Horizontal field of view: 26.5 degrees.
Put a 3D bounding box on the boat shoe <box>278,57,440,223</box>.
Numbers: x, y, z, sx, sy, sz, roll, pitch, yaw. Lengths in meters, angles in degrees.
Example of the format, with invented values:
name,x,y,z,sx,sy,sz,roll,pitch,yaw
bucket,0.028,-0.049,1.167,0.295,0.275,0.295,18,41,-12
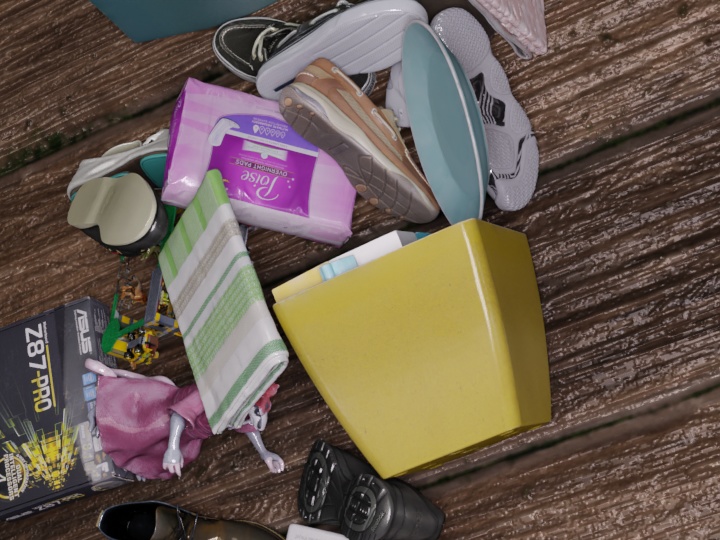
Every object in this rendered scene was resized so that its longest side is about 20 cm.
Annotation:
name,x,y,z,sx,sy,sz,roll,pitch,yaw
boat shoe,0.012,-0.125,1.469,0.075,0.200,0.072,-9,43,54

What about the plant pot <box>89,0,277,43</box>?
name,x,y,z,sx,sy,sz,roll,pitch,yaw
plant pot,-0.175,-0.345,1.635,0.198,0.141,0.143,-5,74,16

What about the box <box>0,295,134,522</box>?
name,x,y,z,sx,sy,sz,roll,pitch,yaw
box,-0.329,0.147,1.618,0.160,0.049,0.202,-18,69,17

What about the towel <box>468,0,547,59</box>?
name,x,y,z,sx,sy,sz,roll,pitch,yaw
towel,0.124,-0.319,1.449,0.032,0.200,0.193,-11,73,24

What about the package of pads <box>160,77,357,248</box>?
name,x,y,z,sx,sy,sz,roll,pitch,yaw
package of pads,-0.094,-0.104,1.509,0.198,0.076,0.122,13,75,-15

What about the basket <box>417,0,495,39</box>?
name,x,y,z,sx,sy,sz,roll,pitch,yaw
basket,0.052,-0.319,1.482,0.135,0.200,0.182,-5,73,23

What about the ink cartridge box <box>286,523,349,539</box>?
name,x,y,z,sx,sy,sz,roll,pitch,yaw
ink cartridge box,-0.009,0.346,1.394,0.143,0.084,0.202,7,80,25

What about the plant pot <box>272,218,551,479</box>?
name,x,y,z,sx,sy,sz,roll,pitch,yaw
plant pot,0.069,0.080,1.381,0.199,0.200,0.178,-23,80,17

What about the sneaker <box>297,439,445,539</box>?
name,x,y,z,sx,sy,sz,roll,pitch,yaw
sneaker,0.006,0.213,1.411,0.200,0.090,0.077,25,97,62

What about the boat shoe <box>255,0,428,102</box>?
name,x,y,z,sx,sy,sz,roll,pitch,yaw
boat shoe,-0.021,-0.228,1.478,0.199,0.072,0.071,-18,46,31

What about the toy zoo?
name,x,y,z,sx,sy,sz,roll,pitch,yaw
toy zoo,0.000,0.000,1.420,0.130,0.200,0.021,-25,82,17

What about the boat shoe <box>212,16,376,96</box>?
name,x,y,z,sx,sy,sz,roll,pitch,yaw
boat shoe,-0.078,-0.229,1.594,0.199,0.064,0.071,18,84,28

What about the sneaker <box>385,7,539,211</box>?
name,x,y,z,sx,sy,sz,roll,pitch,yaw
sneaker,0.095,-0.146,1.485,0.115,0.075,0.201,-18,97,53

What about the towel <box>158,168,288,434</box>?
name,x,y,z,sx,sy,sz,roll,pitch,yaw
towel,-0.125,0.030,1.400,0.149,0.030,0.201,-50,52,46

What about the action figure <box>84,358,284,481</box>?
name,x,y,z,sx,sy,sz,roll,pitch,yaw
action figure,-0.159,0.136,1.501,0.199,0.134,0.150,-24,66,28

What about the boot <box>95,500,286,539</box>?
name,x,y,z,sx,sy,sz,roll,pitch,yaw
boot,-0.160,0.267,1.478,0.198,0.097,0.075,6,79,26

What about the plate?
name,x,y,z,sx,sy,sz,roll,pitch,yaw
plate,0.081,-0.130,1.380,0.025,0.201,0.202,-17,66,-10

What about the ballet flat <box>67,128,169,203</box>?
name,x,y,z,sx,sy,sz,roll,pitch,yaw
ballet flat,-0.227,-0.117,1.639,0.198,0.069,0.070,-14,71,22

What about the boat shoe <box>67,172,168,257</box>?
name,x,y,z,sx,sy,sz,roll,pitch,yaw
boat shoe,-0.228,-0.051,1.512,0.201,0.063,0.074,10,72,62

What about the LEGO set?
name,x,y,z,sx,sy,sz,roll,pitch,yaw
LEGO set,-0.175,0.013,1.567,0.153,0.115,0.202,-33,46,45
